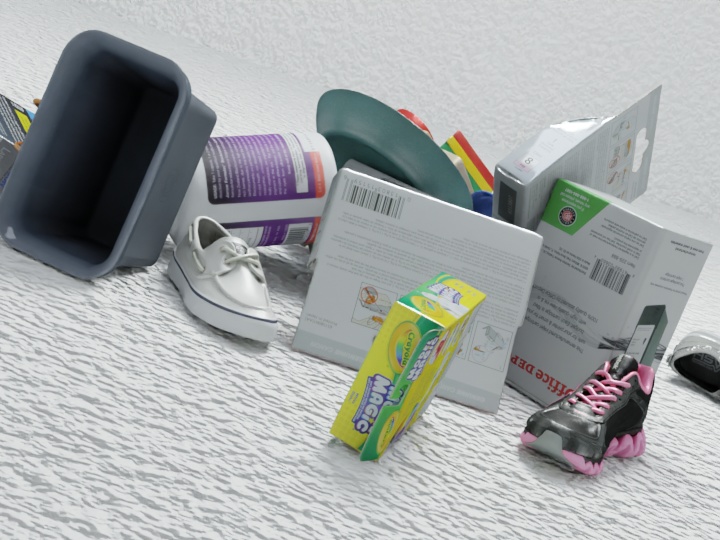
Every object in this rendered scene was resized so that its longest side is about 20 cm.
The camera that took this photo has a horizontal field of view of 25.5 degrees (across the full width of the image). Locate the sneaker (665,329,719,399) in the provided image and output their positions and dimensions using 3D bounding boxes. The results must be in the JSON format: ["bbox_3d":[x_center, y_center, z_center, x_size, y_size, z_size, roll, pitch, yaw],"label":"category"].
[{"bbox_3d":[0.434,0.133,1.784,0.200,0.075,0.082,20,24,33],"label":"sneaker"}]

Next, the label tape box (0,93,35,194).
[{"bbox_3d":[-0.368,-0.133,1.520,0.200,0.063,0.144,33,12,-37],"label":"label tape box"}]

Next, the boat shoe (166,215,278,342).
[{"bbox_3d":[-0.116,0.004,1.401,0.072,0.066,0.200,16,12,-23],"label":"boat shoe"}]

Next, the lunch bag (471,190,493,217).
[{"bbox_3d":[0.187,0.006,1.738,0.200,0.136,0.132,31,16,39],"label":"lunch bag"}]

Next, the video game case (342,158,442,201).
[{"bbox_3d":[0.075,-0.016,1.647,0.182,0.024,0.200,27,-24,30],"label":"video game case"}]

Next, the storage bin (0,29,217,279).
[{"bbox_3d":[-0.220,-0.096,1.410,0.145,0.200,0.134,24,1,17],"label":"storage bin"}]

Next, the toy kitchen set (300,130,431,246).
[{"bbox_3d":[0.017,-0.045,1.857,0.163,0.180,0.200,20,-33,54],"label":"toy kitchen set"}]

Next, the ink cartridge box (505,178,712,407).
[{"bbox_3d":[0.221,0.033,1.512,0.084,0.200,0.146,13,13,-43],"label":"ink cartridge box"}]

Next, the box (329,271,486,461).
[{"bbox_3d":[0.036,0.072,1.216,0.048,0.117,0.200,28,12,7],"label":"box"}]

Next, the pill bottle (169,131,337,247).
[{"bbox_3d":[-0.131,-0.076,1.559,0.200,0.112,0.111,-4,20,-20],"label":"pill bottle"}]

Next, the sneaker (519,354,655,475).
[{"bbox_3d":[0.203,0.115,1.364,0.079,0.095,0.200,27,15,23],"label":"sneaker"}]

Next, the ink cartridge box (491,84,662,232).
[{"bbox_3d":[0.214,-0.092,1.603,0.057,0.163,0.200,35,60,27],"label":"ink cartridge box"}]

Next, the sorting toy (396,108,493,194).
[{"bbox_3d":[0.094,-0.105,1.953,0.200,0.070,0.199,29,-27,43],"label":"sorting toy"}]

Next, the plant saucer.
[{"bbox_3d":[0.025,-0.103,1.638,0.200,0.036,0.200,35,-20,15],"label":"plant saucer"}]

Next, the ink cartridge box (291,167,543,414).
[{"bbox_3d":[0.049,0.021,1.425,0.200,0.174,0.044,19,-15,-9],"label":"ink cartridge box"}]

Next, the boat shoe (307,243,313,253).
[{"bbox_3d":[0.000,0.000,1.586,0.062,0.075,0.200,-20,15,-11],"label":"boat shoe"}]
